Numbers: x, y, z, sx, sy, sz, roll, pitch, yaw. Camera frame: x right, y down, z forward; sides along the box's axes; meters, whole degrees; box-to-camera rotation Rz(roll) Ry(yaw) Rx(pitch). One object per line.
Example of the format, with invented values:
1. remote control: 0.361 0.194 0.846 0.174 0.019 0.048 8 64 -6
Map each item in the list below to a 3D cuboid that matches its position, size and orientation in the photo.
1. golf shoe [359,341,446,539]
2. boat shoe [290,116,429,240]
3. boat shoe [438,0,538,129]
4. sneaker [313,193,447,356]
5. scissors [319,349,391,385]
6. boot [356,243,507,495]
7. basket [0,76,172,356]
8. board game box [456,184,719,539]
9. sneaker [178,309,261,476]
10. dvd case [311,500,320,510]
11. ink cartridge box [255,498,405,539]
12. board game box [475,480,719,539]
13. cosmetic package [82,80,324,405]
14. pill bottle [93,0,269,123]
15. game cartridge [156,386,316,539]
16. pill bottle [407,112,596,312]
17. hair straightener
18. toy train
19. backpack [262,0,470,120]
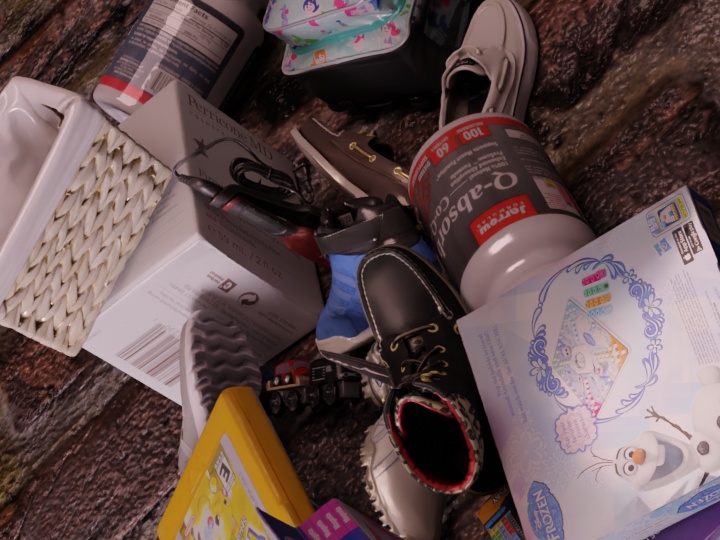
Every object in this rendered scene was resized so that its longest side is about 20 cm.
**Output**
1. golf shoe: 0.055 0.126 1.547 0.097 0.078 0.201 -22 50 25
2. boat shoe: 0.009 -0.085 1.743 0.060 0.072 0.200 -47 43 0
3. boat shoe: 0.100 -0.159 1.704 0.072 0.066 0.201 -13 55 39
4. sneaker: 0.001 0.000 1.614 0.076 0.112 0.200 -23 -4 -23
5. scissors: 0.066 0.090 1.523 0.200 0.014 0.073 34 92 17
6. boot: 0.046 0.070 1.438 0.073 0.154 0.204 -28 82 11
7. basket: -0.266 -0.042 1.680 0.135 0.123 0.201 19 80 50
8. board game box: 0.180 0.077 1.362 0.198 0.043 0.201 -31 58 24
9. sneaker: -0.130 0.131 1.667 0.082 0.074 0.201 -26 63 44
10. dvd case: -0.058 0.260 1.605 0.200 0.018 0.143 31 88 50
11. ink cartridge box: 0.044 0.236 1.378 0.043 0.200 0.196 -51 40 4
12. board game box: 0.195 0.162 1.393 0.200 0.057 0.165 -47 39 10
13. cosmetic package: -0.157 -0.021 1.783 0.166 0.167 0.201 -36 44 23
14. pill bottle: -0.164 -0.224 1.972 0.119 0.119 0.201 22 79 50
15. game cartridge: -0.087 0.220 1.534 0.200 0.032 0.177 61 137 39
16. pill bottle: 0.119 -0.021 1.549 0.116 0.116 0.200 -41 43 15
17. hair straightener: -0.068 -0.058 1.704 0.041 0.199 0.077 -41 33 49
18. toy train: -0.055 0.096 1.663 0.200 0.034 0.046 -16 72 59
19. backpack: 0.014 -0.260 1.807 0.177 0.150 0.201 -9 53 43
